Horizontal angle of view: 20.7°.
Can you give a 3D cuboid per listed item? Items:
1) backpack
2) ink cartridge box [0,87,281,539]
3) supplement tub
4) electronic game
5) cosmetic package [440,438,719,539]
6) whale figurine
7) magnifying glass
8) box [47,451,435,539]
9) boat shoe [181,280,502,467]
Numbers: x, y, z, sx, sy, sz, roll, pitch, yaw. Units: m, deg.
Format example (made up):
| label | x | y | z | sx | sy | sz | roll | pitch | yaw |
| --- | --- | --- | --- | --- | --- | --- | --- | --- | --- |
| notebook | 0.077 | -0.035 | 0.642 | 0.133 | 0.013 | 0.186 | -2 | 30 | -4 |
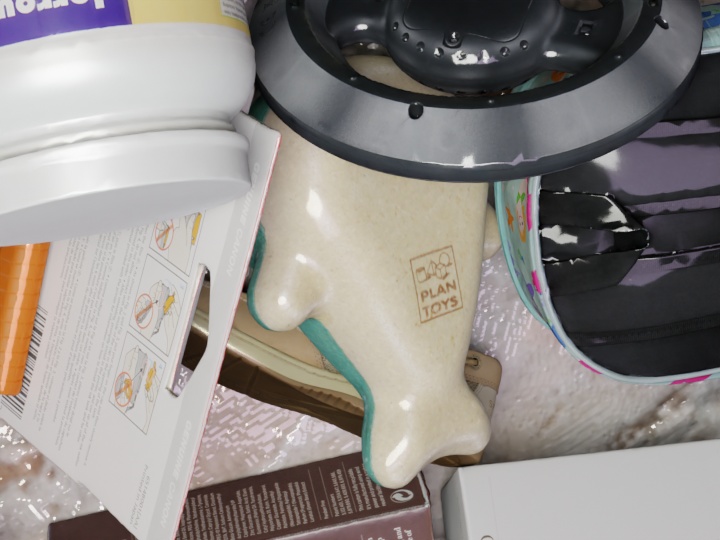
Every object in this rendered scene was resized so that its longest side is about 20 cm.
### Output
| label | x | y | z | sx | sy | sz | roll | pitch | yaw |
| --- | --- | --- | --- | --- | --- | --- | --- | --- | --- |
| backpack | 0.163 | -0.041 | 0.936 | 0.200 | 0.151 | 0.178 | -13 | 110 | -11 |
| ink cartridge box | -0.092 | 0.007 | 0.894 | 0.045 | 0.176 | 0.200 | 5 | 108 | -39 |
| supplement tub | -0.121 | -0.119 | 0.784 | 0.145 | 0.145 | 0.200 | -11 | 85 | -4 |
| electronic game | 0.050 | -0.106 | 0.868 | 0.200 | 0.200 | 0.042 | -9 | 133 | -5 |
| cosmetic package | 0.149 | 0.149 | 1.032 | 0.200 | 0.085 | 0.108 | -6 | 75 | -8 |
| whale figurine | 0.000 | 0.000 | 0.938 | 0.159 | 0.104 | 0.200 | -21 | 100 | -41 |
| magnifying glass | -0.150 | -0.039 | 0.921 | 0.022 | 0.080 | 0.200 | 5 | 104 | -44 |
| box | -0.057 | 0.169 | 1.039 | 0.200 | 0.075 | 0.100 | -13 | 115 | -5 |
| boat shoe | -0.022 | 0.037 | 0.996 | 0.200 | 0.071 | 0.065 | 24 | 72 | -18 |
